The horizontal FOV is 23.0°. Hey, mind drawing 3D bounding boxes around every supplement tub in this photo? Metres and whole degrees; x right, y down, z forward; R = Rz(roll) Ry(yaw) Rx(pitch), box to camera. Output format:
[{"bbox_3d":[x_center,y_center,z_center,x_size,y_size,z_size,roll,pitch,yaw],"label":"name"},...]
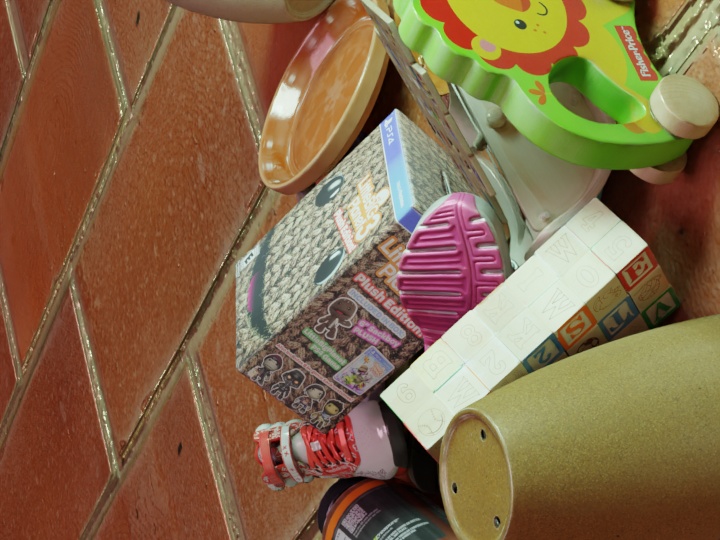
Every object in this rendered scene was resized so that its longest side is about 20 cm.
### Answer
[{"bbox_3d":[0.035,0.241,1.501,0.200,0.106,0.108,-147,58,-60],"label":"supplement tub"}]

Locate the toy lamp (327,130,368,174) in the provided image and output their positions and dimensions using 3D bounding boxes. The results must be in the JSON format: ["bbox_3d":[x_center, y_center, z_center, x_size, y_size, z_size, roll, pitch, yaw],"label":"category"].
[{"bbox_3d":[0.016,-0.046,1.573,0.201,0.058,0.058,66,147,32],"label":"toy lamp"}]

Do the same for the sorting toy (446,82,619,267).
[{"bbox_3d":[0.115,-0.087,1.332,0.201,0.106,0.180,65,160,19],"label":"sorting toy"}]

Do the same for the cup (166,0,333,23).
[{"bbox_3d":[-0.089,-0.310,1.646,0.143,0.200,0.201,34,126,26],"label":"cup"}]

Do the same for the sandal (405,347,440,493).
[{"bbox_3d":[0.068,0.089,1.459,0.057,0.079,0.202,-112,29,-60],"label":"sandal"}]

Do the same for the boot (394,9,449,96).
[{"bbox_3d":[0.086,-0.220,1.416,0.201,0.070,0.145,151,107,-65],"label":"boot"}]

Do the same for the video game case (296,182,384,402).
[{"bbox_3d":[-0.018,0.050,1.628,0.201,0.022,0.182,90,159,-45],"label":"video game case"}]

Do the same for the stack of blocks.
[{"bbox_3d":[0.122,0.059,1.214,0.200,0.115,0.059,-43,53,-1],"label":"stack of blocks"}]

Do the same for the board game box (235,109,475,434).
[{"bbox_3d":[0.000,0.000,1.418,0.200,0.097,0.160,-43,26,19],"label":"board game box"}]

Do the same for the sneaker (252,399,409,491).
[{"bbox_3d":[-0.030,0.153,1.507,0.201,0.107,0.068,154,104,-76],"label":"sneaker"}]

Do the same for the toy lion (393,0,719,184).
[{"bbox_3d":[0.121,-0.153,1.196,0.069,0.191,0.201,-60,41,47],"label":"toy lion"}]

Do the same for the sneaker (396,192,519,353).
[{"bbox_3d":[0.079,0.017,1.289,0.088,0.081,0.201,-64,-23,-44],"label":"sneaker"}]

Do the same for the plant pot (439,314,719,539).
[{"bbox_3d":[0.158,0.128,1.136,0.186,0.199,0.188,14,106,63],"label":"plant pot"}]

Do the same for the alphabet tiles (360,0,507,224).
[{"bbox_3d":[0.051,-0.118,1.272,0.167,0.006,0.200,58,-179,-18],"label":"alphabet tiles"}]

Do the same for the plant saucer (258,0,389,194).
[{"bbox_3d":[-0.029,-0.160,1.610,0.200,0.032,0.201,-46,30,37],"label":"plant saucer"}]
